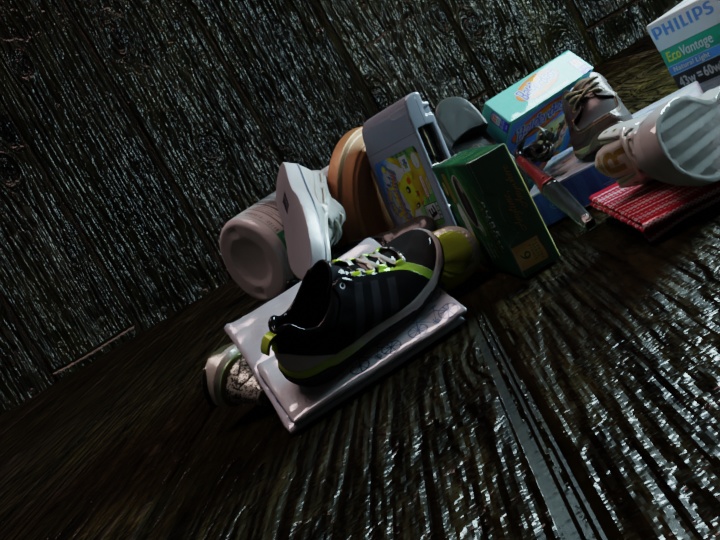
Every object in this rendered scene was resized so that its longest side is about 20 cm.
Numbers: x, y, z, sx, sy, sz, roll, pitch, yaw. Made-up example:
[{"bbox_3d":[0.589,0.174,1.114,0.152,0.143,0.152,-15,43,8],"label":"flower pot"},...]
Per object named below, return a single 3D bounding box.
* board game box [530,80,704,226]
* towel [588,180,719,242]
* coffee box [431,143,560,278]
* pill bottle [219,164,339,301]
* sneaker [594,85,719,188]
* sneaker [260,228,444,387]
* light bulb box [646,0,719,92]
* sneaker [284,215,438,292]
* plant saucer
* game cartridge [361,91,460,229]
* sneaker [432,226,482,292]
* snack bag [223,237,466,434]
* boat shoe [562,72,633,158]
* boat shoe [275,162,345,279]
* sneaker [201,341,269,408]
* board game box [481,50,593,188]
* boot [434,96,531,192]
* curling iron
[{"bbox_3d":[0.294,-0.133,1.133,0.199,0.043,0.199,-28,9,25],"label":"board game box"},{"bbox_3d":[0.283,-0.077,0.872,0.144,0.023,0.200,-28,9,6],"label":"towel"},{"bbox_3d":[0.130,-0.061,1.007,0.044,0.123,0.200,-28,5,-2],"label":"coffee box"},{"bbox_3d":[-0.069,-0.055,1.249,0.113,0.113,0.200,-23,12,49],"label":"pill bottle"},{"bbox_3d":[0.240,-0.094,0.829,0.115,0.074,0.200,-23,1,38],"label":"sneaker"},{"bbox_3d":[-0.003,0.017,0.880,0.072,0.083,0.200,21,56,44],"label":"sneaker"},{"bbox_3d":[0.498,-0.316,1.238,0.200,0.125,0.198,-37,10,-37],"label":"light bulb box"},{"bbox_3d":[0.000,0.000,1.142,0.200,0.091,0.076,-38,38,16],"label":"sneaker"},{"bbox_3d":[0.032,-0.083,1.261,0.032,0.201,0.200,-10,18,36],"label":"plant saucer"},{"bbox_3d":[0.068,-0.095,1.172,0.040,0.201,0.133,-24,3,-22],"label":"game cartridge"},{"bbox_3d":[0.038,0.024,1.060,0.199,0.076,0.105,-26,-7,5],"label":"sneaker"},{"bbox_3d":[-0.022,0.047,0.947,0.188,0.021,0.200,-33,34,-8],"label":"snack bag"},{"bbox_3d":[0.252,-0.175,1.117,0.074,0.073,0.200,-31,7,11],"label":"boat shoe"},{"bbox_3d":[-0.049,-0.055,1.118,0.065,0.072,0.200,5,28,-17],"label":"boat shoe"},{"bbox_3d":[-0.069,0.094,1.064,0.088,0.077,0.200,17,36,36],"label":"sneaker"},{"bbox_3d":[0.204,-0.157,1.259,0.152,0.045,0.200,-34,-27,-27],"label":"board game box"},{"bbox_3d":[0.129,-0.098,1.212,0.069,0.201,0.174,-20,-18,-14],"label":"boot"},{"bbox_3d":[0.199,-0.095,1.043,0.050,0.025,0.200,-58,22,23],"label":"curling iron"}]
